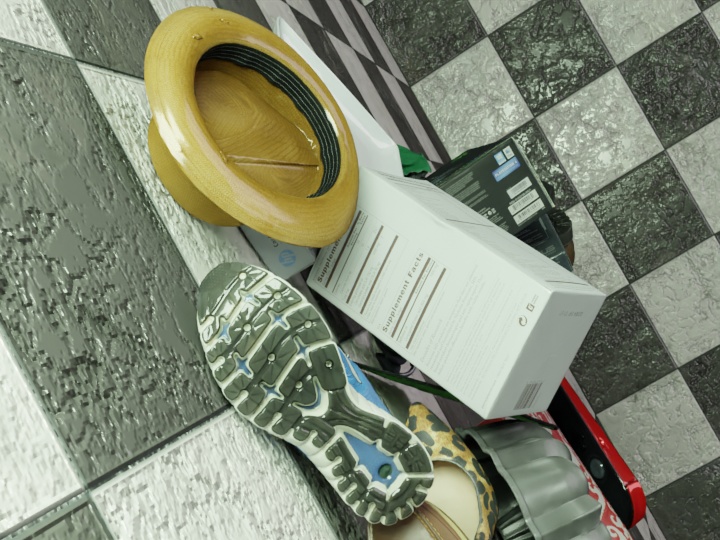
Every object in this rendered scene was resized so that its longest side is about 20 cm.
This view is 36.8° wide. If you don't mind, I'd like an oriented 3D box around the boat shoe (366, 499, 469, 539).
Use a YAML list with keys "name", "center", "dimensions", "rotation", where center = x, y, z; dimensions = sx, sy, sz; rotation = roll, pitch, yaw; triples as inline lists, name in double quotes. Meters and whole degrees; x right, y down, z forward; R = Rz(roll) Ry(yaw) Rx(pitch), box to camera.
- name: "boat shoe"
  center: [0.053, 0.229, 0.679]
  dimensions: [0.067, 0.071, 0.202]
  rotation: [37, 24, -56]

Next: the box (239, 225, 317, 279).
- name: "box"
  center: [-0.089, -0.096, 0.940]
  dimensions: [0.157, 0.041, 0.201]
  rotation: [57, 11, -18]

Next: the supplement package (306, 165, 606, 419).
- name: "supplement package"
  center: [0.074, 0.015, 0.869]
  dimensions: [0.199, 0.111, 0.113]
  rotation: [35, 17, 31]

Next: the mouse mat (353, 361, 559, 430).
- name: "mouse mat"
  center: [0.083, 0.111, 0.963]
  dimensions: [0.200, 0.158, 0.008]
  rotation: [32, 74, -63]

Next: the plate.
- name: "plate"
  center: [-0.026, -0.137, 1.068]
  dimensions: [0.200, 0.032, 0.201]
  rotation: [46, 20, -27]

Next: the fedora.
- name: "fedora"
  center: [-0.087, -0.090, 0.775]
  dimensions: [0.199, 0.081, 0.204]
  rotation: [30, 46, -36]

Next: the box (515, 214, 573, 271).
- name: "box"
  center: [0.143, -0.023, 1.340]
  dimensions: [0.051, 0.198, 0.159]
  rotation: [53, 12, -50]

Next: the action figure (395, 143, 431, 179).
- name: "action figure"
  center: [0.023, -0.121, 1.260]
  dimensions: [0.117, 0.056, 0.199]
  rotation: [32, 23, 29]

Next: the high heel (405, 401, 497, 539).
- name: "high heel"
  center: [0.059, 0.181, 0.815]
  dimensions: [0.143, 0.070, 0.203]
  rotation: [44, 26, -63]

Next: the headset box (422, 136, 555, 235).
- name: "headset box"
  center: [0.100, -0.061, 1.227]
  dimensions: [0.094, 0.173, 0.200]
  rotation: [57, -5, -6]

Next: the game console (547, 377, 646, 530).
- name: "game console"
  center: [0.215, 0.227, 1.162]
  dimensions: [0.178, 0.031, 0.201]
  rotation: [56, -33, 26]

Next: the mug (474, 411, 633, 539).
- name: "mug"
  center: [0.175, 0.258, 1.087]
  dimensions: [0.132, 0.178, 0.202]
  rotation: [-5, 54, -36]

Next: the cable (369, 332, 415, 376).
- name: "cable"
  center: [0.000, 0.000, 1.055]
  dimensions: [0.163, 0.050, 0.203]
  rotation: [45, 25, -53]

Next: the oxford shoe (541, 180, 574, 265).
- name: "oxford shoe"
  center: [0.238, -0.057, 1.451]
  dimensions: [0.201, 0.071, 0.086]
  rotation: [-97, 170, -59]

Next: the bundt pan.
- name: "bundt pan"
  center: [0.150, 0.215, 0.915]
  dimensions: [0.202, 0.075, 0.205]
  rotation: [159, -89, -77]

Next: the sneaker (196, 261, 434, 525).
- name: "sneaker"
  center: [-0.037, 0.077, 0.702]
  dimensions: [0.201, 0.078, 0.089]
  rotation: [52, -7, -16]
